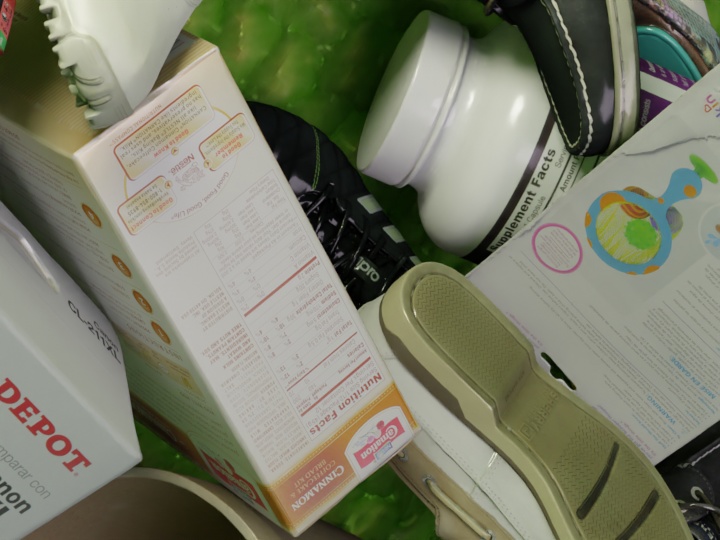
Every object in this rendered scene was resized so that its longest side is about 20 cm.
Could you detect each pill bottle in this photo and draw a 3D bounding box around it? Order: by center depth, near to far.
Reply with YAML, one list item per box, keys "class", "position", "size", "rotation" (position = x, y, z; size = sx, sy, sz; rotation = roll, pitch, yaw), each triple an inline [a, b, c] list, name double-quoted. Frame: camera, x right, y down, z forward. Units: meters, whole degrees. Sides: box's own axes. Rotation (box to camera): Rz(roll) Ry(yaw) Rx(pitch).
- class: "pill bottle"
  position: [0.104, -0.041, 1.201]
  size: [0.200, 0.112, 0.113]
  rotation: [22, 94, -10]

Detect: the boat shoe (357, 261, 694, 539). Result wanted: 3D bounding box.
- class: "boat shoe"
  position: [0.068, 0.090, 1.152]
  size: [0.200, 0.068, 0.075]
  rotation: [52, 40, 1]

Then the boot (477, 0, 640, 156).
- class: "boot"
  position: [0.021, -0.129, 1.113]
  size: [0.154, 0.073, 0.204]
  rotation: [-14, 80, -13]

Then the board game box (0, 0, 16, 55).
- class: "board game box"
  position: [-0.147, -0.171, 0.976]
  size: [0.019, 0.200, 0.103]
  rotation: [-20, 127, 19]

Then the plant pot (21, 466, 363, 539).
- class: "plant pot"
  position: [-0.038, 0.181, 1.193]
  size: [0.200, 0.187, 0.187]
  rotation: [8, 103, -53]

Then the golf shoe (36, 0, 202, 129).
- class: "golf shoe"
  position: [-0.067, -0.134, 0.994]
  size: [0.097, 0.200, 0.078]
  rotation: [-12, 132, 14]

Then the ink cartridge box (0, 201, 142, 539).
- class: "ink cartridge box"
  position: [-0.205, 0.056, 1.027]
  size: [0.200, 0.083, 0.146]
  rotation: [-33, 126, 10]

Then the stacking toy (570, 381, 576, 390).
- class: "stacking toy"
  position: [0.139, 0.025, 1.302]
  size: [0.116, 0.110, 0.200]
  rotation: [-21, 103, -37]

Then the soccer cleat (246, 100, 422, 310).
- class: "soccer cleat"
  position: [0.000, 0.000, 1.193]
  size: [0.068, 0.081, 0.200]
  rotation: [-48, 127, -10]

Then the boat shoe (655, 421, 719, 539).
- class: "boat shoe"
  position: [0.133, 0.125, 1.209]
  size: [0.200, 0.066, 0.070]
  rotation: [-34, 96, -20]

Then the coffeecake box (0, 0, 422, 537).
- class: "coffeecake box"
  position: [-0.079, -0.010, 1.090]
  size: [0.073, 0.154, 0.200]
  rotation: [-39, 125, -16]

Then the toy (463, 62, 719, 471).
- class: "toy"
  position: [0.143, -0.009, 1.116]
  size: [0.115, 0.200, 0.047]
  rotation: [46, 44, -3]

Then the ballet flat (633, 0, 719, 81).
- class: "ballet flat"
  position: [0.113, -0.127, 1.238]
  size: [0.200, 0.069, 0.071]
  rotation: [39, 52, -35]
